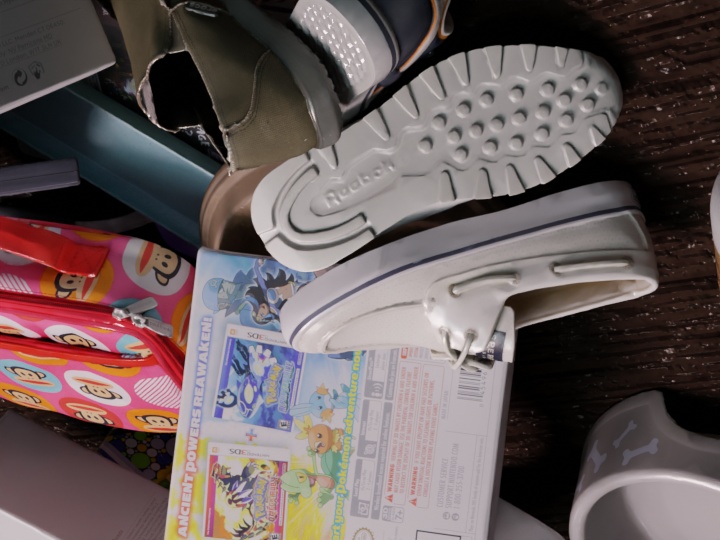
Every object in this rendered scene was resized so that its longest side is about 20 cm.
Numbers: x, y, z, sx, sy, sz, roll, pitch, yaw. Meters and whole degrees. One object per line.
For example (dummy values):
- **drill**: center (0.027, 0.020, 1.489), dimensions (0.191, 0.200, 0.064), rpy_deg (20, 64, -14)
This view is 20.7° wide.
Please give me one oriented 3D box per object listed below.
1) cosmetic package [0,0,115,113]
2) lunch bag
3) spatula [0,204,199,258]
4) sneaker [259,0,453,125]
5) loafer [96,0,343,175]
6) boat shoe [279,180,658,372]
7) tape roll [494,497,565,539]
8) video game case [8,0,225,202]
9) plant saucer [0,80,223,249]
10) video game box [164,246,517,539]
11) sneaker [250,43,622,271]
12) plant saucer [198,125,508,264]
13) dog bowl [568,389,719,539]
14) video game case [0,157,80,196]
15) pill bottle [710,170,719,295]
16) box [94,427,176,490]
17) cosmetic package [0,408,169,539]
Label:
- **cosmetic package**: center (-0.264, -0.164, 1.059), dimensions (0.199, 0.123, 0.201), rpy_deg (-13, 103, 47)
- **lunch bag**: center (-0.181, 0.023, 1.186), dimensions (0.199, 0.082, 0.176), rpy_deg (7, 153, 22)
- **spatula**: center (-0.167, -0.031, 1.265), dimensions (0.199, 0.021, 0.057), rpy_deg (3, 135, 35)
- **sneaker**: center (-0.003, -0.125, 1.005), dimensions (0.079, 0.079, 0.200), rpy_deg (51, 164, -11)
- **loafer**: center (-0.091, -0.116, 0.995), dimensions (0.200, 0.069, 0.075), rpy_deg (41, 155, 39)
- **boat shoe**: center (0.059, 0.017, 1.021), dimensions (0.199, 0.070, 0.071), rpy_deg (-17, 160, -4)
- **tape roll**: center (0.024, 0.153, 1.211), dimensions (0.202, 0.071, 0.202), rpy_deg (26, 172, 4)
- **video game case**: center (-0.141, -0.129, 1.139), dimensions (0.181, 0.023, 0.201), rpy_deg (16, 138, 23)
- **plant saucer**: center (-0.161, -0.083, 1.170), dimensions (0.199, 0.019, 0.070), rpy_deg (30, 142, 4)
- **video game box**: center (-0.011, 0.096, 1.090), dimensions (0.181, 0.201, 0.047), rpy_deg (7, 180, 10)
- **sneaker**: center (0.039, -0.065, 1.013), dimensions (0.199, 0.080, 0.077), rpy_deg (-20, 93, 12)
- **plant saucer**: center (0.000, 0.000, 1.133), dimensions (0.199, 0.030, 0.201), rpy_deg (9, 136, 9)
- **dog bowl**: center (0.213, 0.161, 1.161), dimensions (0.199, 0.059, 0.201), rpy_deg (20, 140, 18)
- **video game case**: center (-0.248, -0.047, 1.159), dimensions (0.200, 0.142, 0.019), rpy_deg (-171, 72, -74)
- **pill bottle**: center (0.223, -0.011, 0.921), dimensions (0.114, 0.115, 0.201), rpy_deg (10, 137, 28)
- **box**: center (-0.098, 0.180, 1.401), dimensions (0.199, 0.070, 0.064), rpy_deg (26, 142, 11)
- **cosmetic package**: center (-0.180, 0.194, 1.355), dimensions (0.199, 0.081, 0.113), rpy_deg (28, 140, 10)
